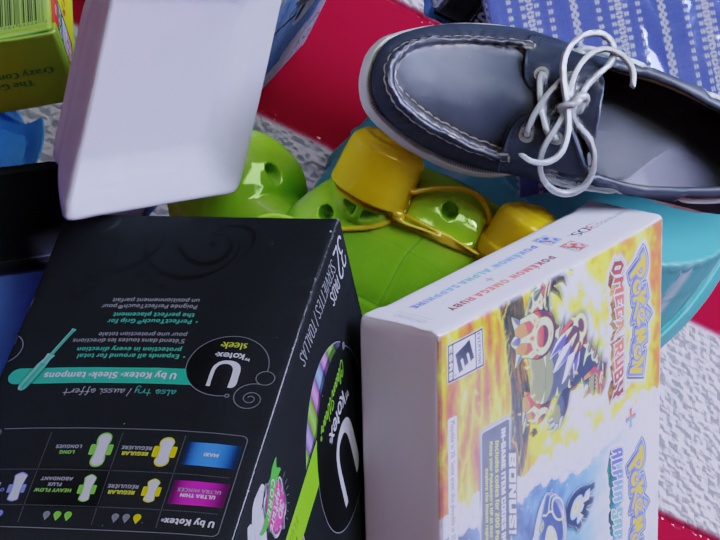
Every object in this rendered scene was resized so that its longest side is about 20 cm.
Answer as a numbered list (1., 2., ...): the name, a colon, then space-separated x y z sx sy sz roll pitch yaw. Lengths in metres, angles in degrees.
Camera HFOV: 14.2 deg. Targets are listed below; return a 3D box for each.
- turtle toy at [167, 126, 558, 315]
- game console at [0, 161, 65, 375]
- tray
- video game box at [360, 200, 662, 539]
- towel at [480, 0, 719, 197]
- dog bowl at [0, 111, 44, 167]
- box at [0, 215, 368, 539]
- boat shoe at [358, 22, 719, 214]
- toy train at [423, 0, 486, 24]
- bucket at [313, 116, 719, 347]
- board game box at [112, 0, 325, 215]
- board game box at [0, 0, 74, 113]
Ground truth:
1. turtle toy: 0.000 0.000 1.352 0.200 0.146 0.101 28 14 -2
2. game console: -0.149 0.066 1.159 0.176 0.116 0.200 -9 103 -41
3. tray: -0.083 -0.081 1.223 0.022 0.108 0.200 15 9 16
4. video game box: 0.070 0.090 1.261 0.047 0.200 0.182 11 23 32
5. towel: 0.151 -0.123 1.349 0.200 0.024 0.145 -13 92 -17
6. dog bowl: -0.211 -0.101 1.382 0.111 0.050 0.200 17 46 -24
7. box: -0.074 0.096 1.161 0.124 0.149 0.200 1 44 15
8. boat shoe: 0.099 -0.067 1.288 0.200 0.062 0.075 18 83 -17
9. toy train: 0.123 -0.120 1.413 0.200 0.087 0.114 21 38 -18
10. bucket: 0.091 -0.034 1.478 0.207 0.135 0.207 20 45 -21
11. board game box: -0.050 -0.145 1.422 0.043 0.199 0.200 33 42 4
12. board game box: -0.231 -0.110 1.294 0.200 0.048 0.102 -10 50 2
